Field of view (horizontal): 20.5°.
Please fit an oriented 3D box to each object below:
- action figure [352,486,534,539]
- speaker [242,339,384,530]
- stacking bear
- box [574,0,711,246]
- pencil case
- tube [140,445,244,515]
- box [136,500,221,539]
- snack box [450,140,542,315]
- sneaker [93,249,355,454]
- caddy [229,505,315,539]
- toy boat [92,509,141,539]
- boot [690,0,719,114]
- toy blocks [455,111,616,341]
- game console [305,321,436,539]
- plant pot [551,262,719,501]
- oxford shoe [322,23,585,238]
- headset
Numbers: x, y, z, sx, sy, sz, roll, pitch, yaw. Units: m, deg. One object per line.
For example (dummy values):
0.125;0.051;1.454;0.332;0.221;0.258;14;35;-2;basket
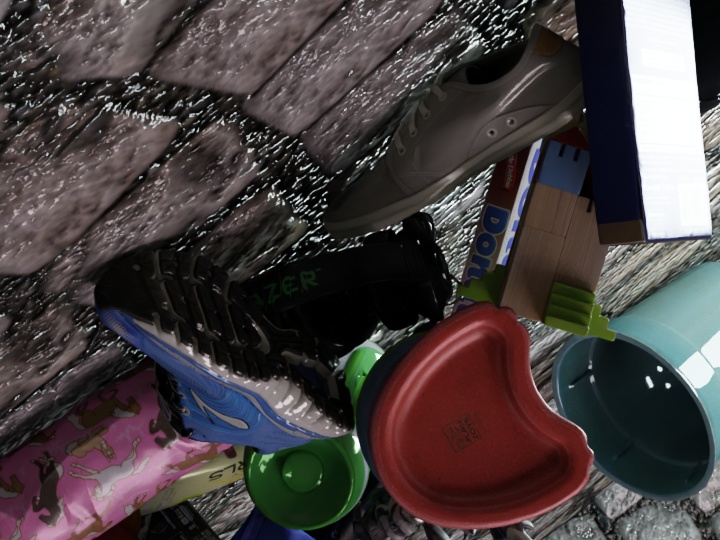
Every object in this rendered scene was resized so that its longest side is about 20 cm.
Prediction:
0.044;0.176;1.271;0.119;0.102;0.200;-30;-171;24;action figure
-0.024;0.105;1.352;0.088;0.088;0.200;-43;-175;16;speaker
0.051;0.083;1.190;0.113;0.122;0.200;-30;-175;-2;stacking bear
0.159;-0.115;1.126;0.032;0.201;0.121;-4;179;28;box
-0.151;0.117;1.222;0.200;0.087;0.083;-33;-166;-16;pencil case
-0.081;0.128;1.464;0.199;0.052;0.058;-25;122;-28;tube
-0.145;0.268;1.448;0.157;0.200;0.050;-35;131;-13;box
0.090;0.002;1.345;0.072;0.024;0.201;-7;115;-68;snack box
-0.088;0.060;1.131;0.089;0.079;0.200;-29;139;20;sneaker
-0.085;0.228;1.287;0.142;0.105;0.200;-57;-179;10;caddy
-0.191;0.201;1.343;0.200;0.130;0.131;112;3;-61;toy boat
0.271;-0.193;1.280;0.200;0.076;0.168;-30;167;-49;boot
0.124;-0.037;1.195;0.200;0.099;0.137;-20;127;-87;toy blocks
0.014;0.122;1.487;0.200;0.116;0.176;-54;157;-4;game console
0.334;0.102;2.054;0.196;0.200;0.200;-36;166;-36;plant pot
0.051;-0.082;1.165;0.200;0.058;0.075;-32;-162;30;oxford shoe
0.000;0.000;1.244;0.123;0.094;0.200;-21;167;31;headset
